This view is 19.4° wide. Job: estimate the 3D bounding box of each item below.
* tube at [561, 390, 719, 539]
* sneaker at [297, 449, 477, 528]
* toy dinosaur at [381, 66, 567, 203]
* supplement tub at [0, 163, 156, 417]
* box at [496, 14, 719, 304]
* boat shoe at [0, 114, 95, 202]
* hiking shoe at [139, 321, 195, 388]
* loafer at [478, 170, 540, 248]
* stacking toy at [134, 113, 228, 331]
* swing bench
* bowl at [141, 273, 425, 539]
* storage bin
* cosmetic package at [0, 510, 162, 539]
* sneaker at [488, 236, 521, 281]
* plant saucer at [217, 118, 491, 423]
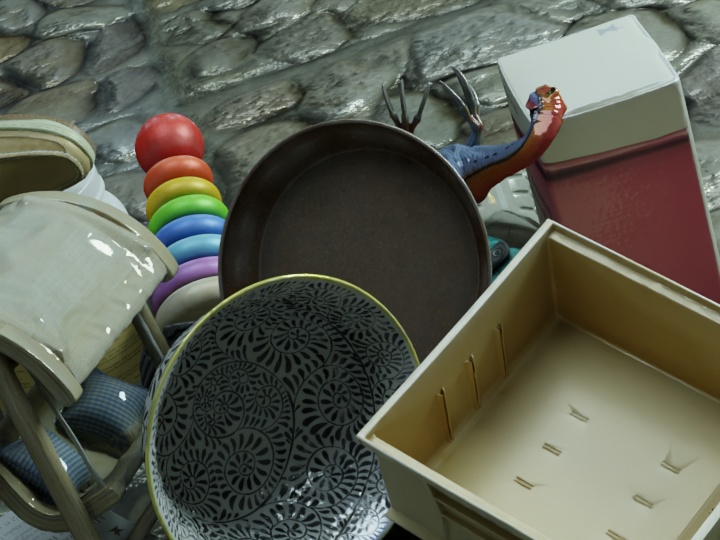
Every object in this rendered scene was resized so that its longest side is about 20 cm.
[{"bbox_3d":[0.192,0.125,1.357,0.200,0.052,0.058,-30,9,-17],"label":"tube"},{"bbox_3d":[-0.004,0.155,1.410,0.200,0.076,0.088,13,69,31],"label":"sneaker"},{"bbox_3d":[0.070,-0.067,1.450,0.181,0.200,0.105,5,37,39],"label":"toy dinosaur"},{"bbox_3d":[-0.227,0.025,1.596,0.145,0.200,0.145,-13,29,7],"label":"supplement tub"},{"bbox_3d":[0.182,-0.061,1.524,0.109,0.200,0.128,-18,29,0],"label":"box"},{"bbox_3d":[-0.281,-0.055,1.503,0.200,0.072,0.076,-11,43,26],"label":"boat shoe"},{"bbox_3d":[-0.051,0.060,1.495,0.200,0.076,0.101,-3,-7,22],"label":"hiking shoe"},{"bbox_3d":[0.093,-0.046,1.639,0.200,0.070,0.070,-2,-19,-41],"label":"loafer"},{"bbox_3d":[-0.134,-0.036,1.605,0.085,0.085,0.200,-18,56,-1],"label":"stacking toy"},{"bbox_3d":[-0.193,0.073,1.350,0.130,0.200,0.199,-1,24,16],"label":"swing bench"},{"bbox_3d":[-0.065,0.097,1.337,0.201,0.201,0.094,-31,22,-24],"label":"bowl"},{"bbox_3d":[0.141,0.102,1.297,0.199,0.094,0.200,28,61,28],"label":"storage bin"},{"bbox_3d":[-0.170,0.217,1.366,0.102,0.074,0.200,-34,32,-30],"label":"cosmetic package"},{"bbox_3d":[0.084,0.040,1.533,0.121,0.084,0.200,-23,27,9],"label":"sneaker"},{"bbox_3d":[0.000,0.000,1.397,0.200,0.200,0.034,-1,2,27],"label":"plant saucer"}]
